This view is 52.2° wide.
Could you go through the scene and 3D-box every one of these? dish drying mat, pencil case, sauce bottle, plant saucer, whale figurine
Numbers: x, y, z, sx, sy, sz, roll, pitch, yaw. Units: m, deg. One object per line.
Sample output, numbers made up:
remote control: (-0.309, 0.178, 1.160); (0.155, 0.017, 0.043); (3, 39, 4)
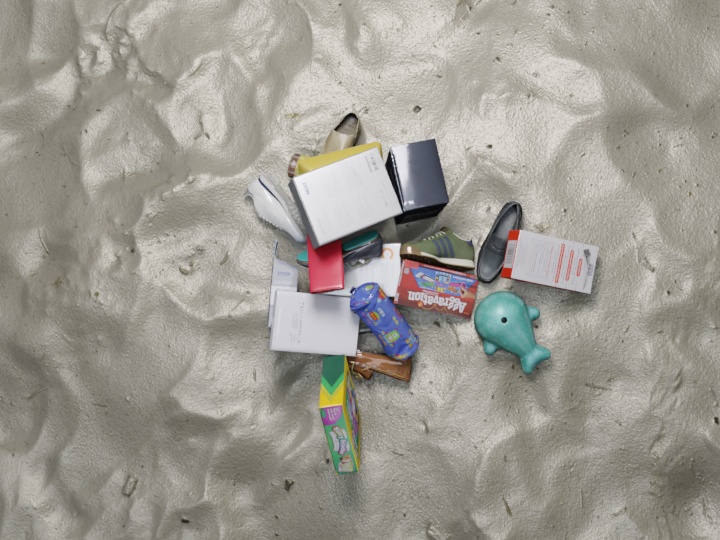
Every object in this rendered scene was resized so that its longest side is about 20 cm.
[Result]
dish drying mat: (-0.078, -0.044, 1.612); (0.076, 0.018, 0.201); (-7, 63, 4)
pencil case: (0.051, 0.115, 1.658); (0.087, 0.078, 0.200); (-36, 116, 5)
sauce bottle: (-0.074, -0.227, 1.759); (0.199, 0.065, 0.065); (15, 90, 8)
plant saucer: (-0.029, -0.175, 1.684); (0.199, 0.048, 0.201); (-15, 123, -10)
whale figurine: (0.347, 0.140, 1.671); (0.159, 0.104, 0.200); (-38, 84, 4)

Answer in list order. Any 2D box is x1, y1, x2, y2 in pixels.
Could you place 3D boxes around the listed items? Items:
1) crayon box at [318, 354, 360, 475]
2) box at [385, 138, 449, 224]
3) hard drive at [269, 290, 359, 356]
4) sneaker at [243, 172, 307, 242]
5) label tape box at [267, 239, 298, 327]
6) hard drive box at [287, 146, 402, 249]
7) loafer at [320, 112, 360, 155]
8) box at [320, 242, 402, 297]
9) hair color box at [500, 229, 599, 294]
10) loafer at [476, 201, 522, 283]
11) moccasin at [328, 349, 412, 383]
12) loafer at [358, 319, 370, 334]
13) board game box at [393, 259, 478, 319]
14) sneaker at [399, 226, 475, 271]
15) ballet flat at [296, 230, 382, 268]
crayon box: (-0.044, 0.320, 1.638); (0.058, 0.173, 0.201); (-8, 120, 7)
box: (0.122, -0.196, 1.659); (0.104, 0.200, 0.149); (-12, 87, -4)
hard drive: (-0.100, 0.120, 1.654); (0.199, 0.025, 0.133); (7, 87, -22)
sneaker: (-0.198, -0.139, 1.775); (0.080, 0.076, 0.200); (-40, 79, 15)
label tape box: (-0.178, 0.033, 1.717); (0.066, 0.143, 0.201); (6, 88, -7)
hard drive box: (-0.033, -0.155, 1.580); (0.199, 0.077, 0.156); (-22, 92, -14)
loafer: (-0.053, -0.294, 1.721); (0.076, 0.068, 0.201); (16, 63, 5)
box: (0.000, 0.000, 1.724); (0.199, 0.097, 0.125); (1, 87, 8)
hair color box: (0.427, -0.019, 1.657); (0.199, 0.064, 0.111); (11, 89, -12)
loafer: (0.319, -0.067, 1.698); (0.068, 0.070, 0.201); (23, 89, 9)
moccasin: (0.020, 0.229, 1.730); (0.200, 0.074, 0.078); (8, 81, -2)
loafer: (-0.032, 0.122, 1.741); (0.199, 0.075, 0.070); (-10, 81, -3)
board game box: (0.177, 0.044, 1.689); (0.199, 0.019, 0.103); (12, 90, -24)
sneaker: (0.179, -0.058, 1.693); (0.199, 0.067, 0.090); (11, 75, -25)
ballet flat: (-0.042, -0.029, 1.650); (0.199, 0.073, 0.073); (-17, 86, 1)
